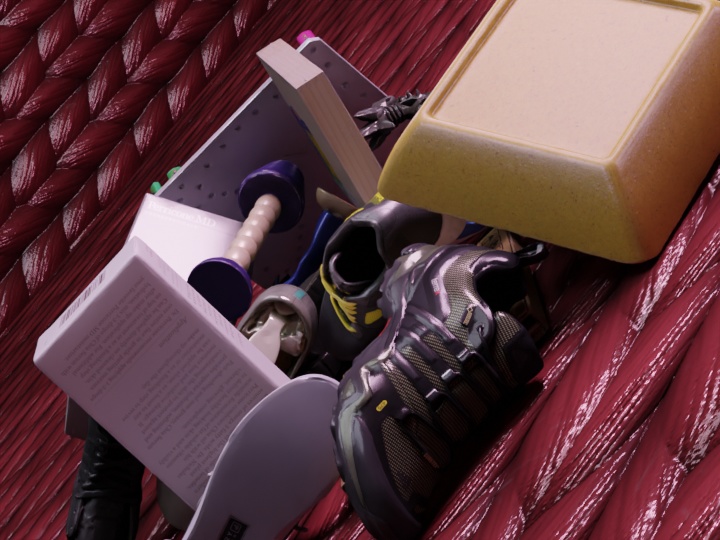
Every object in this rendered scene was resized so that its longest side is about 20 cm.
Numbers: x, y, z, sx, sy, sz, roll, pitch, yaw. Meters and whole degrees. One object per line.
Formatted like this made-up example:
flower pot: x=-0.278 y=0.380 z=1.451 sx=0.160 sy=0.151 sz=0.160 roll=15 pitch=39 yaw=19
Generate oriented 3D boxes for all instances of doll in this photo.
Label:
doll: x=-0.060 y=0.032 z=1.605 sx=0.201 sy=0.048 sz=0.136 roll=-60 pitch=-9 yaw=2

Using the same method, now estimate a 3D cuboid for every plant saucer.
plant saucer: x=0.129 y=-0.112 z=1.193 sx=0.199 sy=0.049 sz=0.201 roll=16 pitch=58 yaw=34

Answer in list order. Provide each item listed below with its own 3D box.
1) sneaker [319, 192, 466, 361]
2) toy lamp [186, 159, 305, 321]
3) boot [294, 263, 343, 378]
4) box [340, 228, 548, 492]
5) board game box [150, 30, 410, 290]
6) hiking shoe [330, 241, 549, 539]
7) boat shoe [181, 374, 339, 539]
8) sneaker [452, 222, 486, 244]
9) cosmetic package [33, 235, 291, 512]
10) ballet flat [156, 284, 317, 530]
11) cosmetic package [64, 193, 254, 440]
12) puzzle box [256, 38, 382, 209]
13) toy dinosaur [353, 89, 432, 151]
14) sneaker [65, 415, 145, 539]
sneaker: x=0.000 y=0.000 z=1.358 sx=0.084 sy=0.075 sz=0.201 roll=-27 pitch=-23 yaw=-37
toy lamp: x=-0.084 y=-0.031 z=1.523 sx=0.058 sy=0.058 sz=0.200 roll=-40 pitch=11 yaw=27
boot: x=-0.041 y=0.052 z=1.516 sx=0.200 sy=0.078 sz=0.138 roll=-41 pitch=2 yaw=2
box: x=0.049 y=0.055 z=1.273 sx=0.163 sy=0.021 sz=0.200 roll=-44 pitch=13 yaw=12
board game box: x=-0.051 y=-0.083 z=1.663 sx=0.200 sy=0.200 sz=0.026 roll=-44 pitch=43 yaw=11
hiking shoe: x=0.050 y=0.061 z=1.114 sx=0.100 sy=0.076 sz=0.201 roll=-10 pitch=49 yaw=33
boat shoe: x=-0.067 y=0.151 z=1.239 sx=0.201 sy=0.073 sz=0.068 roll=-64 pitch=3 yaw=7
sneaker: x=0.117 y=-0.101 z=1.404 sx=0.200 sy=0.077 sz=0.111 roll=-42 pitch=2 yaw=-9
cosmetic package: x=-0.111 y=0.084 z=1.301 sx=0.101 sy=0.200 sz=0.071 roll=-45 pitch=12 yaw=3
ballet flat: x=-0.095 y=0.101 z=1.419 sx=0.201 sy=0.067 sz=0.064 roll=-62 pitch=0 yaw=4
cosmetic package: x=-0.156 y=0.047 z=1.560 sx=0.090 sy=0.106 sz=0.201 roll=106 pitch=179 yaw=-55
puzzle box: x=-0.023 y=-0.105 z=1.492 sx=0.025 sy=0.134 sz=0.200 roll=-33 pitch=18 yaw=-2
toy dinosaur: x=0.083 y=-0.101 z=1.549 sx=0.135 sy=0.103 sz=0.200 roll=-10 pitch=16 yaw=31
sneaker: x=-0.184 y=0.162 z=1.453 sx=0.200 sy=0.059 sz=0.105 roll=118 pitch=160 yaw=-59
